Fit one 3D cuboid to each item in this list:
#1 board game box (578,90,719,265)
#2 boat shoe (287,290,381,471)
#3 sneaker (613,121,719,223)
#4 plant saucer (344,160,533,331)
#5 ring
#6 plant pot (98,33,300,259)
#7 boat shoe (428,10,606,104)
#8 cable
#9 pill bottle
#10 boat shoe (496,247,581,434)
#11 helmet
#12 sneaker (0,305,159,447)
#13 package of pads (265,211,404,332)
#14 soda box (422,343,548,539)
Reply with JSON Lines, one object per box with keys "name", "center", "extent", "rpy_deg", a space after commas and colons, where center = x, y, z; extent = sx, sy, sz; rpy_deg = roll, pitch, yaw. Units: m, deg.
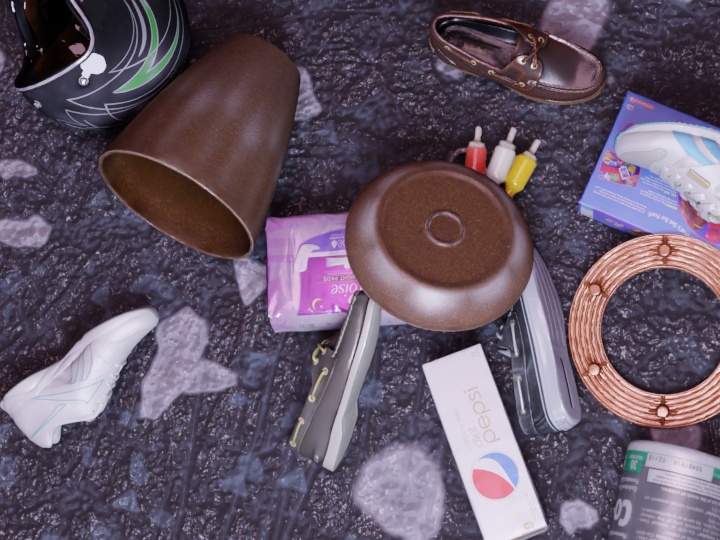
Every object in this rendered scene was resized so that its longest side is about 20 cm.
{"name": "board game box", "center": [0.347, -0.087, 1.676], "extent": [0.199, 0.045, 0.135], "rpy_deg": [24, 83, 12]}
{"name": "boat shoe", "center": [-0.026, 0.109, 1.644], "extent": [0.060, 0.072, 0.203], "rpy_deg": [20, 110, 11]}
{"name": "sneaker", "center": [0.351, -0.096, 1.616], "extent": [0.198, 0.077, 0.081], "rpy_deg": [16, 83, 13]}
{"name": "plant saucer", "center": [0.084, -0.036, 1.623], "extent": [0.198, 0.037, 0.202], "rpy_deg": [4, 61, -7]}
{"name": "ring", "center": [0.313, 0.063, 1.640], "extent": [0.199, 0.019, 0.202], "rpy_deg": [0, 90, 14]}
{"name": "plant pot", "center": [-0.151, -0.148, 1.704], "extent": [0.186, 0.187, 0.201], "rpy_deg": [24, 68, 12]}
{"name": "boat shoe", "center": [0.168, -0.232, 1.719], "extent": [0.198, 0.070, 0.071], "rpy_deg": [14, 79, 9]}
{"name": "cable", "center": [0.126, -0.057, 1.696], "extent": [0.096, 0.050, 0.202], "rpy_deg": [12, 79, 7]}
{"name": "pill bottle", "center": [0.299, 0.277, 1.573], "extent": [0.112, 0.113, 0.202], "rpy_deg": [12, 80, 10]}
{"name": "boat shoe", "center": [0.173, 0.073, 1.653], "extent": [0.070, 0.072, 0.202], "rpy_deg": [-19, 65, 25]}
{"name": "helmet", "center": [-0.282, -0.251, 1.722], "extent": [0.198, 0.200, 0.193], "rpy_deg": [-8, 97, 6]}
{"name": "sneaker", "center": [-0.290, 0.113, 1.718], "extent": [0.200, 0.070, 0.080], "rpy_deg": [-38, 85, 5]}
{"name": "package of pads", "center": [0.000, 0.000, 1.691], "extent": [0.198, 0.076, 0.122], "rpy_deg": [-4, 77, 7]}
{"name": "soda box", "center": [0.129, 0.183, 1.641], "extent": [0.068, 0.064, 0.201], "rpy_deg": [-20, 77, 3]}
